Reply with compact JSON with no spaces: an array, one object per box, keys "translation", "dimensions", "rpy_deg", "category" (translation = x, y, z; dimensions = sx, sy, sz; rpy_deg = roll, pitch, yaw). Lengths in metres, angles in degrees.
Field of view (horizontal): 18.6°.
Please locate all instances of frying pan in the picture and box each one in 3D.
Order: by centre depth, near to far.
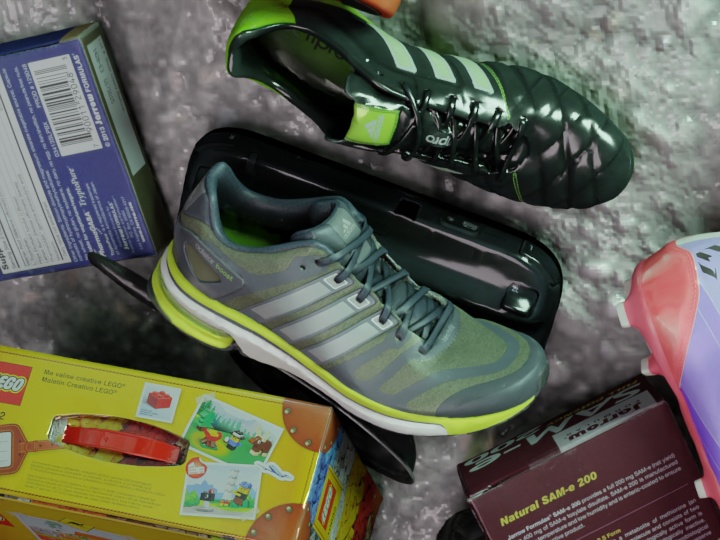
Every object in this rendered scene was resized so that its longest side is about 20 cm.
[{"translation":[-0.046,0.049,1.121],"dimensions":[0.190,0.115,0.031],"rpy_deg":[33,78,18],"category":"frying pan"}]

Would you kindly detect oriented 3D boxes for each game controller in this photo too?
[{"translation":[0.000,0.000,1.104],"dimensions":[0.199,0.042,0.105],"rpy_deg":[21,135,9],"category":"game controller"}]

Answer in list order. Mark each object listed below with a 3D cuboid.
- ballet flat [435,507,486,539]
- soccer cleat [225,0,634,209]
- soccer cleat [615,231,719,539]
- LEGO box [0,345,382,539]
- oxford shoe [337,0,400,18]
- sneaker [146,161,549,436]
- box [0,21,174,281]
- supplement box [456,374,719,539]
[{"translation":[0.113,0.203,1.148],"dimensions":[0.200,0.057,0.066],"rpy_deg":[41,122,-4],"category":"ballet flat"},{"translation":[0.029,-0.072,1.026],"dimensions":[0.199,0.081,0.068],"rpy_deg":[24,121,6],"category":"soccer cleat"},{"translation":[0.190,0.073,1.033],"dimensions":[0.076,0.067,0.200],"rpy_deg":[-22,106,24],"category":"soccer cleat"},{"translation":[-0.104,0.110,1.121],"dimensions":[0.199,0.077,0.149],"rpy_deg":[10,159,15],"category":"LEGO box"},{"translation":[-0.058,-0.188,1.020],"dimensions":[0.200,0.071,0.073],"rpy_deg":[26,91,9],"category":"oxford shoe"},{"translation":[-0.004,0.014,1.040],"dimensions":[0.199,0.074,0.081],"rpy_deg":[20,131,7],"category":"sneaker"},{"translation":[-0.207,-0.051,1.146],"dimensions":[0.199,0.032,0.122],"rpy_deg":[-10,111,21],"category":"box"},{"translation":[0.139,0.166,1.090],"dimensions":[0.109,0.061,0.200],"rpy_deg":[-26,102,0],"category":"supplement box"}]
